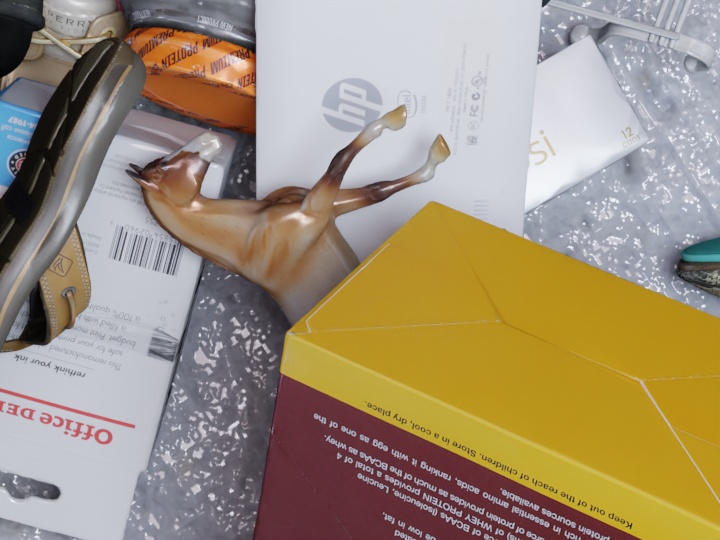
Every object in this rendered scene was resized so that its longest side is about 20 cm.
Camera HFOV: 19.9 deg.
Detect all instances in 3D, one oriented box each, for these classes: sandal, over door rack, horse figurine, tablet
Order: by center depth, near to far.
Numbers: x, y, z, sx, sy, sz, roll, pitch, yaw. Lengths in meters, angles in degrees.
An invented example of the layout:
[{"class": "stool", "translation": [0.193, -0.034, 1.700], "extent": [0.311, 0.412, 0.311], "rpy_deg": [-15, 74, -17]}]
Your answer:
[{"class": "sandal", "translation": [-0.142, -0.010, 0.927], "extent": [0.054, 0.082, 0.201], "rpy_deg": [26, 98, -26]}, {"class": "tablet", "translation": [0.016, -0.079, 0.937], "extent": [0.129, 0.014, 0.201], "rpy_deg": [-2, 123, -6]}, {"class": "horse figurine", "translation": [0.000, 0.000, 0.947], "extent": [0.132, 0.050, 0.200], "rpy_deg": [-27, 127, 16]}, {"class": "over door rack", "translation": [0.111, -0.198, 1.059], "extent": [0.199, 0.067, 0.149], "rpy_deg": [20, 84, 12]}]

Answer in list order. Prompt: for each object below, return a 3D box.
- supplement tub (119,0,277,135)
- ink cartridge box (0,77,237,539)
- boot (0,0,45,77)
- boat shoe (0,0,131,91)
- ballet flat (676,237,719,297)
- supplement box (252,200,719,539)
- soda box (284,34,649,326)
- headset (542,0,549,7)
[{"class": "supplement tub", "translation": [-0.044, -0.174, 0.991], "extent": [0.122, 0.123, 0.201], "rpy_deg": [17, 81, -3]}, {"class": "ink cartridge box", "translation": [-0.142, 0.021, 0.999], "extent": [0.115, 0.068, 0.201], "rpy_deg": [16, 105, -2]}, {"class": "boot", "translation": [-0.233, -0.043, 0.903], "extent": [0.210, 0.079, 0.159], "rpy_deg": [-8, 87, 11]}, {"class": "boat shoe", "translation": [-0.144, -0.131, 1.026], "extent": [0.073, 0.069, 0.201], "rpy_deg": [14, 85, -3]}, {"class": "ballet flat", "translation": [0.263, -0.007, 1.054], "extent": [0.199, 0.068, 0.076], "rpy_deg": [-21, 103, -8]}, {"class": "supplement box", "translation": [0.069, 0.114, 0.874], "extent": [0.196, 0.133, 0.201], "rpy_deg": [23, 125, 19]}, {"class": "soda box", "translation": [0.042, -0.040, 1.033], "extent": [0.199, 0.068, 0.064], "rpy_deg": [-31, 90, -6]}, {"class": "headset", "translation": [0.035, -0.196, 0.946], "extent": [0.094, 0.200, 0.124], "rpy_deg": [11, 77, 36]}]
